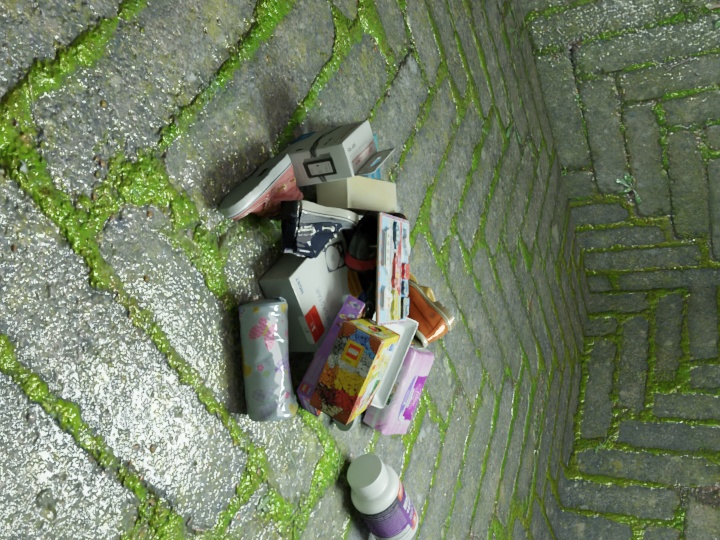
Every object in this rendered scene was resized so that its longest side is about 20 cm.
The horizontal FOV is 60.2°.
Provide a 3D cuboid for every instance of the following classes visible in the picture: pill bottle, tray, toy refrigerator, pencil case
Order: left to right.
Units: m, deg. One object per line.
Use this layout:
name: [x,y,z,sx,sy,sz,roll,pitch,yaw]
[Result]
pencil case: [-0.155,0.150,1.044,0.088,0.083,0.208,-6,91,-20]
toy refrigerator: [-0.004,-0.152,1.253,0.198,0.074,0.073,-2,89,-59]
tray: [0.041,0.185,1.334,0.105,0.022,0.205,22,92,-20]
pill bottle: [0.044,0.487,1.323,0.113,0.108,0.203,-60,136,-42]

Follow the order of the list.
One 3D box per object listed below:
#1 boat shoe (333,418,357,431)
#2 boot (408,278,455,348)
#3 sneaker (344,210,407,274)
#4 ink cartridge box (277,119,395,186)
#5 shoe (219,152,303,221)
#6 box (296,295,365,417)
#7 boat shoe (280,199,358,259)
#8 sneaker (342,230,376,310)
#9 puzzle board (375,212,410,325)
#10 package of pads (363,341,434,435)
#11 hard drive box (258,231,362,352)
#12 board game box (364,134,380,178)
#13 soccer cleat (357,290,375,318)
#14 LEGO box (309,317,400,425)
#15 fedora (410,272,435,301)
boat shoe: [-0.026,0.222,1.277,0.056,0.067,0.208,2,83,-58]
boot: [0.113,0.093,1.423,0.106,0.199,0.076,-37,142,-18]
sneaker: [0.041,-0.078,1.233,0.200,0.070,0.100,-39,146,-44]
ink cartridge box: [-0.046,-0.220,1.159,0.117,0.195,0.069,-53,129,-47]
shoe: [-0.163,-0.120,1.075,0.093,0.070,0.201,66,33,-25]
box: [-0.051,0.163,1.163,0.203,0.038,0.138,-61,168,-21]
boat shoe: [-0.074,-0.067,1.120,0.197,0.073,0.096,6,88,-53]
sneaker: [0.000,0.000,1.301,0.076,0.085,0.206,110,-32,-64]
puzzle board: [0.066,0.000,1.195,0.150,0.017,0.208,5,86,-66]
package of pads: [0.089,0.263,1.402,0.119,0.074,0.206,19,92,-56]
hard drive box: [-0.088,0.030,1.182,0.201,0.075,0.160,-52,130,-47]
board game box: [-0.022,-0.214,1.343,0.198,0.046,0.157,-18,103,-58]
soccer cleat: [0.037,0.115,1.398,0.084,0.063,0.204,-119,-171,-50]
LEGO box: [-0.004,0.171,1.102,0.153,0.075,0.200,-66,167,3]
fedora: [0.140,0.104,1.550,0.199,0.080,0.208,11,77,-59]
